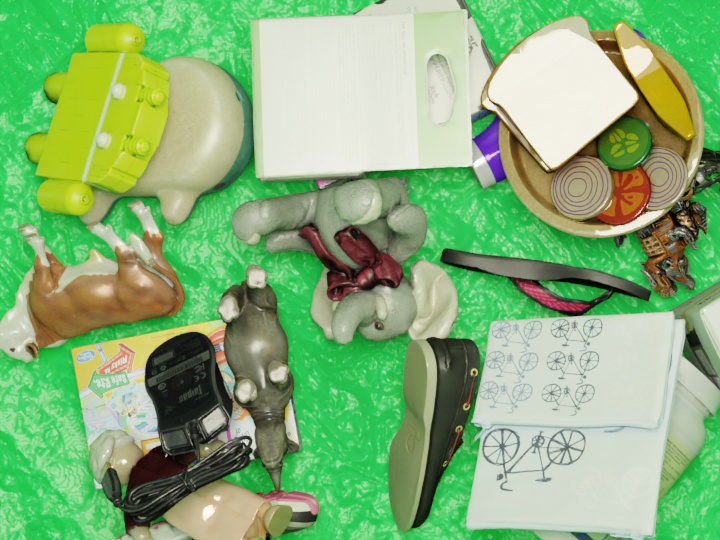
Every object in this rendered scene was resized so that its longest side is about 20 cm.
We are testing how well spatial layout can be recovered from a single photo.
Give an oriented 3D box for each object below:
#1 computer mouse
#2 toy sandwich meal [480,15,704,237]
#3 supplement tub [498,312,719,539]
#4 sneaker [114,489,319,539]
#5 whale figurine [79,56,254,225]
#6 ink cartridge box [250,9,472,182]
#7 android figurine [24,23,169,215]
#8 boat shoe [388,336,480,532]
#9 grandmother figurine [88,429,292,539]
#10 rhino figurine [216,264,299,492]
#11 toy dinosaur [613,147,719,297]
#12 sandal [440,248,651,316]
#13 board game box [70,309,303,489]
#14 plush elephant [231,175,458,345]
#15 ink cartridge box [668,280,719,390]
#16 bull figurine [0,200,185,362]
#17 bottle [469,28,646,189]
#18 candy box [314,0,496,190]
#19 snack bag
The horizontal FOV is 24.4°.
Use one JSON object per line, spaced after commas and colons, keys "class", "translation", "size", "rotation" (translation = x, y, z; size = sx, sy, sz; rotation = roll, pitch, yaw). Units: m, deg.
{"class": "computer mouse", "translation": [-0.170, 0.146, 1.483], "size": [0.139, 0.201, 0.046], "rotation": [-30, 128, 0]}
{"class": "toy sandwich meal", "translation": [0.206, -0.131, 1.466], "size": [0.202, 0.070, 0.208], "rotation": [-2, 84, 13]}
{"class": "supplement tub", "translation": [0.218, 0.154, 1.493], "size": [0.145, 0.145, 0.201], "rotation": [39, 89, 4]}
{"class": "sneaker", "translation": [-0.126, 0.262, 1.542], "size": [0.197, 0.074, 0.089], "rotation": [-17, 86, 7]}
{"class": "whale figurine", "translation": [-0.184, -0.113, 1.562], "size": [0.199, 0.103, 0.161], "rotation": [-30, 71, 23]}
{"class": "ink cartridge box", "translation": [0.001, -0.158, 1.508], "size": [0.197, 0.048, 0.148], "rotation": [-2, 87, 3]}
{"class": "android figurine", "translation": [-0.239, -0.137, 1.518], "size": [0.041, 0.199, 0.184], "rotation": [22, 83, -38]}
{"class": "boat shoe", "translation": [0.066, 0.152, 1.513], "size": [0.062, 0.074, 0.204], "rotation": [-3, 120, -22]}
{"class": "grandmother figurine", "translation": [-0.166, 0.202, 1.497], "size": [0.198, 0.061, 0.122], "rotation": [26, 57, 24]}
{"class": "rhino figurine", "translation": [-0.089, 0.099, 1.505], "size": [0.059, 0.087, 0.203], "rotation": [-10, 86, -4]}
{"class": "toy dinosaur", "translation": [0.289, -0.078, 1.520], "size": [0.134, 0.103, 0.202], "rotation": [-9, 125, 12]}
{"class": "sandal", "translation": [0.169, 0.016, 1.542], "size": [0.197, 0.075, 0.046], "rotation": [9, 84, 11]}
{"class": "board game box", "translation": [-0.163, 0.121, 1.569], "size": [0.197, 0.034, 0.136], "rotation": [-12, 87, 2]}
{"class": "plush elephant", "translation": [0.000, 0.000, 1.502], "size": [0.163, 0.199, 0.157], "rotation": [-9, 92, 31]}
{"class": "ink cartridge box", "translation": [0.361, 0.037, 1.465], "size": [0.146, 0.200, 0.086], "rotation": [-29, 86, 0]}
{"class": "bull figurine", "translation": [-0.261, 0.014, 1.539], "size": [0.197, 0.065, 0.123], "rotation": [-12, 110, 11]}
{"class": "bottle", "translation": [0.188, -0.145, 1.549], "size": [0.198, 0.065, 0.084], "rotation": [-29, 94, 1]}
{"class": "candy box", "translation": [0.024, -0.176, 1.562], "size": [0.198, 0.061, 0.138], "rotation": [-25, 85, 2]}
{"class": "snack bag", "translation": [0.177, 0.132, 1.423], "size": [0.187, 0.021, 0.202], "rotation": [-3, 63, 34]}
